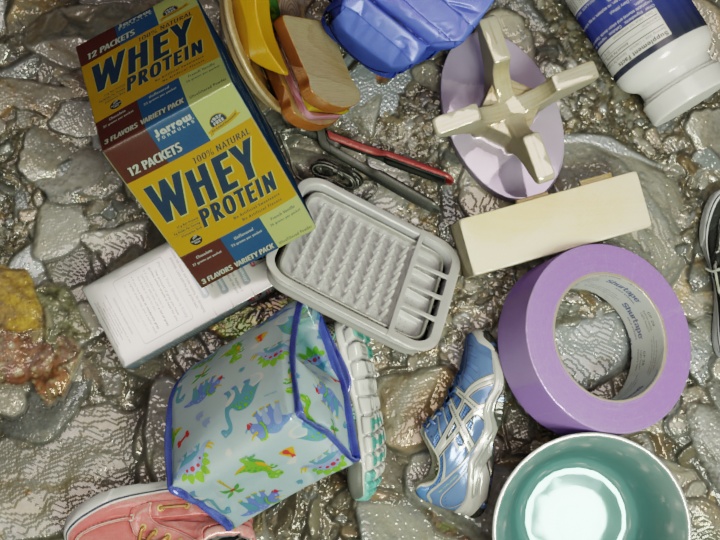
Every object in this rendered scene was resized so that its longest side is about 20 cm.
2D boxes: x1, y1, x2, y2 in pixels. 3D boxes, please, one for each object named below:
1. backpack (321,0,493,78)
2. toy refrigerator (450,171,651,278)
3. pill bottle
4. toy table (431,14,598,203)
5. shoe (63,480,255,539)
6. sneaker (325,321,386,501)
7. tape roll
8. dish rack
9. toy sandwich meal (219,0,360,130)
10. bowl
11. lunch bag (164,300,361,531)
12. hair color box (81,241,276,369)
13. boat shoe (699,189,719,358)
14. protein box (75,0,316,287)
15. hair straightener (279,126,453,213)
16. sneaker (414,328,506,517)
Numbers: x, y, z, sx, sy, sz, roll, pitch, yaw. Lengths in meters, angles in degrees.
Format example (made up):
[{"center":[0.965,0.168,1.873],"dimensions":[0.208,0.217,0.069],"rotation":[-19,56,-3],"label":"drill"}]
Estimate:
[{"center":[0.038,-0.296,1.249],"dimensions":[0.162,0.200,0.168],"rotation":[43,90,-11],"label":"backpack"},{"center":[0.205,-0.051,1.281],"dimensions":[0.200,0.076,0.070],"rotation":[-15,88,-3],"label":"toy refrigerator"},{"center":[0.313,-0.268,1.295],"dimensions":[0.116,0.116,0.200],"rotation":[-30,85,-5],"label":"pill bottle"},{"center":[0.159,-0.177,1.279],"dimensions":[0.184,0.117,0.200],"rotation":[-31,85,-5],"label":"toy table"},{"center":[-0.208,0.272,1.214],"dimensions":[0.200,0.091,0.072],"rotation":[-13,128,-6],"label":"shoe"},{"center":[-0.026,0.149,1.263],"dimensions":[0.091,0.078,0.200],"rotation":[-11,79,13],"label":"sneaker"},{"center":[0.248,0.076,1.240],"dimensions":[0.200,0.066,0.200],"rotation":[5,75,-21],"label":"tape roll"},{"center":[0.000,0.000,1.246],"dimensions":[0.200,0.044,0.172],"rotation":[28,44,-7],"label":"dish rack"},{"center":[-0.074,-0.248,1.249],"dimensions":[0.070,0.205,0.206],"rotation":[-16,82,26],"label":"toy sandwich meal"},{"center":[0.232,0.265,1.223],"dimensions":[0.200,0.105,0.201],"rotation":[0,86,1],"label":"bowl"},{"center":[-0.103,0.135,1.193],"dimensions":[0.170,0.127,0.200],"rotation":[-31,41,15],"label":"lunch bag"},{"center":[-0.187,0.016,1.272],"dimensions":[0.200,0.061,0.099],"rotation":[-29,84,-4],"label":"hair color box"},{"center":[0.415,0.004,1.284],"dimensions":[0.073,0.068,0.200],"rotation":[5,82,-1],"label":"boat shoe"},{"center":[-0.165,-0.134,1.177],"dimensions":[0.135,0.200,0.199],"rotation":[-28,44,2],"label":"protein box"},{"center":[-0.001,-0.106,1.302],"dimensions":[0.200,0.041,0.077],"rotation":[23,82,2],"label":"hair straightener"},{"center":[0.108,0.159,1.252],"dimensions":[0.077,0.076,0.200],"rotation":[9,81,-5],"label":"sneaker"}]
